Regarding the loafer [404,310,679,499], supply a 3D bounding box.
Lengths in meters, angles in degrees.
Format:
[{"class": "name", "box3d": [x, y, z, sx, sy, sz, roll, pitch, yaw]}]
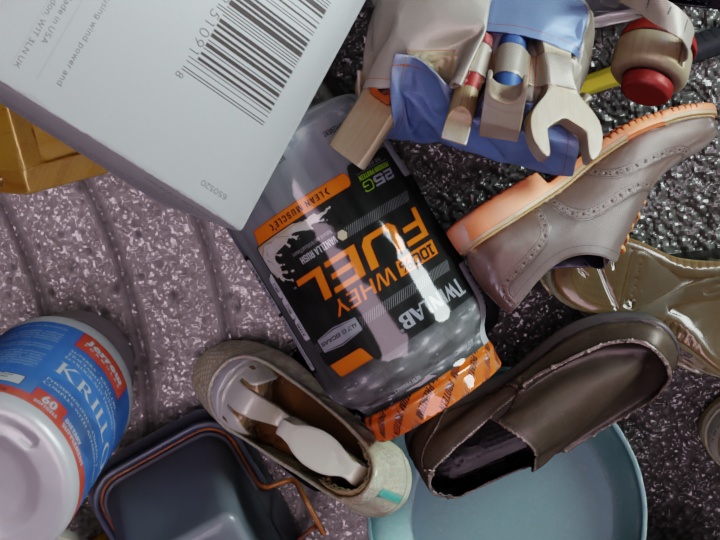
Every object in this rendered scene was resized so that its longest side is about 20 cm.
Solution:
[{"class": "loafer", "box3d": [0.121, 0.099, 0.842, 0.199, 0.071, 0.073, -31, 116, 19]}]

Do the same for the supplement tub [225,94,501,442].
[{"class": "supplement tub", "box3d": [0.000, 0.000, 0.828, 0.122, 0.122, 0.201, -32, 89, 13]}]

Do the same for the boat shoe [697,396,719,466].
[{"class": "boat shoe", "box3d": [0.319, 0.170, 0.901, 0.199, 0.069, 0.074, 38, 106, -7]}]

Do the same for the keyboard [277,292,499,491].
[{"class": "keyboard", "box3d": [-0.001, 0.070, 0.913, 0.104, 0.040, 0.200, 41, 105, -9]}]

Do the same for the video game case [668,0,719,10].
[{"class": "video game case", "box3d": [0.170, -0.233, 0.780, 0.197, 0.019, 0.145, 7, 76, 3]}]

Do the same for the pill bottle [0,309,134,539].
[{"class": "pill bottle", "box3d": [-0.214, 0.096, 0.853, 0.111, 0.200, 0.114, 1, 108, 4]}]

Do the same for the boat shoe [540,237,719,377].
[{"class": "boat shoe", "box3d": [0.219, 0.025, 0.876, 0.198, 0.063, 0.074, 24, 82, -6]}]

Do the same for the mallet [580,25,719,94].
[{"class": "mallet", "box3d": [0.174, -0.140, 0.838, 0.198, 0.041, 0.066, -25, 101, 7]}]

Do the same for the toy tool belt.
[{"class": "toy tool belt", "box3d": [0.089, -0.099, 0.757, 0.197, 0.125, 0.124, 13, 72, 10]}]

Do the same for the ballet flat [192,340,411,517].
[{"class": "ballet flat", "box3d": [-0.049, 0.097, 0.867, 0.199, 0.062, 0.068, 27, 90, 31]}]

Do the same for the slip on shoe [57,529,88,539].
[{"class": "slip on shoe", "box3d": [-0.186, 0.276, 0.905, 0.075, 0.061, 0.202, -20, 103, 7]}]

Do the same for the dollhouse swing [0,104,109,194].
[{"class": "dollhouse swing", "box3d": [-0.196, -0.174, 0.856, 0.181, 0.175, 0.202, 6, 115, 47]}]

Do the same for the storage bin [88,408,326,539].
[{"class": "storage bin", "box3d": [-0.089, 0.217, 0.898, 0.144, 0.134, 0.202, -27, 109, -5]}]

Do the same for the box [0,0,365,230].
[{"class": "box", "box3d": [-0.121, -0.162, 0.738, 0.199, 0.130, 0.201, 32, 83, -31]}]

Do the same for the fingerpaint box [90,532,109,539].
[{"class": "fingerpaint box", "box3d": [-0.210, 0.328, 0.991, 0.166, 0.073, 0.201, -27, 103, 11]}]

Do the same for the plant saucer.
[{"class": "plant saucer", "box3d": [0.102, 0.170, 0.899, 0.197, 0.036, 0.203, -4, 76, 18]}]

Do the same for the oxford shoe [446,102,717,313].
[{"class": "oxford shoe", "box3d": [0.153, -0.042, 0.823, 0.199, 0.071, 0.073, -29, 84, -11]}]

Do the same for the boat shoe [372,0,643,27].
[{"class": "boat shoe", "box3d": [0.103, -0.183, 0.809, 0.197, 0.069, 0.072, -2, 109, 6]}]
